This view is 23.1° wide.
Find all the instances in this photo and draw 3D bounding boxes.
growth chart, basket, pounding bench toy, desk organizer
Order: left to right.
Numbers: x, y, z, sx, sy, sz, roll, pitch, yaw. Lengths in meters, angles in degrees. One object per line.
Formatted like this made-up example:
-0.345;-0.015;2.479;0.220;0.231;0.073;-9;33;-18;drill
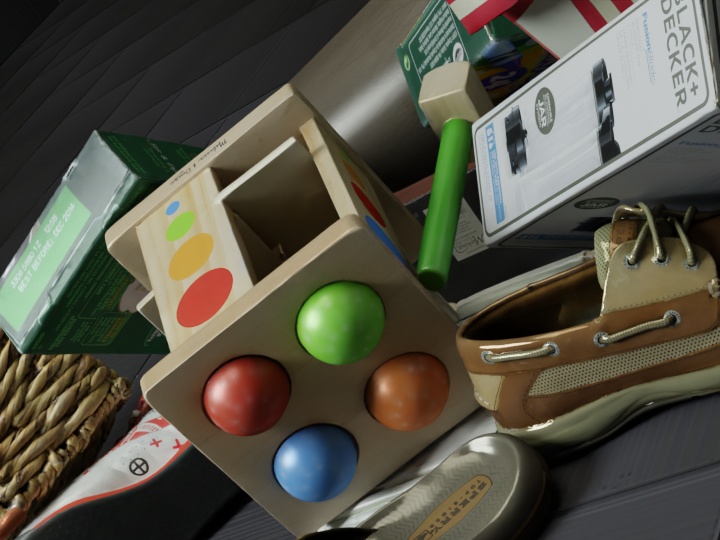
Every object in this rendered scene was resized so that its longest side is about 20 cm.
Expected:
-0.245;0.105;1.037;0.143;0.149;0.200;-51;-2;-33;basket
0.000;0.000;0.839;0.200;0.124;0.156;-38;34;9;pounding bench toy
0.004;-0.082;1.115;0.200;0.136;0.180;-40;2;13;basket
0.041;0.065;0.876;0.144;0.018;0.200;-21;26;46;growth chart
0.106;-0.054;0.943;0.199;0.072;0.077;-26;20;35;desk organizer

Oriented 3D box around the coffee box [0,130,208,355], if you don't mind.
-0.104;-0.010;0.983;0.123;0.044;0.199;-54;-27;19;coffee box

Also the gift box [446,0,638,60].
0.128;-0.200;0.768;0.185;0.199;0.188;-44;17;47;gift box

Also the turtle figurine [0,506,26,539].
-0.118;0.186;0.676;0.064;0.162;0.200;-32;20;21;turtle figurine

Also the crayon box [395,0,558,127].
0.131;-0.142;0.945;0.198;0.052;0.126;-17;-10;-18;crayon box

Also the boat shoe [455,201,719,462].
0.126;0.011;0.743;0.199;0.074;0.076;-31;20;24;boat shoe

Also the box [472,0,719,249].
0.140;-0.063;0.746;0.200;0.116;0.061;147;121;-63;box

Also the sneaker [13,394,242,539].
-0.122;0.118;0.998;0.201;0.067;0.108;-38;17;-5;sneaker

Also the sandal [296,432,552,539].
-0.002;0.132;0.724;0.200;0.055;0.082;-41;34;-13;sandal
